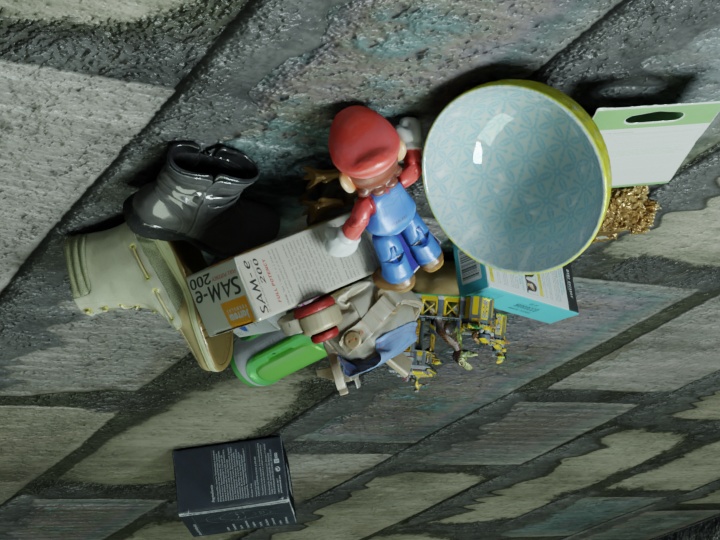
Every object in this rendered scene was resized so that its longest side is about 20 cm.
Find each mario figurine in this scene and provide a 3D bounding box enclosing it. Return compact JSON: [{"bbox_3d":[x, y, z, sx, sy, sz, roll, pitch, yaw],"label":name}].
[{"bbox_3d":[0.016,-0.083,1.561,0.105,0.124,0.201,-3,126,28],"label":"mario figurine"}]

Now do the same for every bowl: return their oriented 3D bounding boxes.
[{"bbox_3d":[0.171,-0.108,1.538,0.199,0.201,0.108,-23,-169,34],"label":"bowl"}]

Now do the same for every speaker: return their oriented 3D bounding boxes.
[{"bbox_3d":[-0.090,0.092,2.037,0.088,0.089,0.199,11,152,-41],"label":"speaker"}]

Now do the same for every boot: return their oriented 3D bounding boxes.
[{"bbox_3d":[-0.142,-0.075,1.616,0.199,0.070,0.131,3,151,-40],"label":"boot"},{"bbox_3d":[-0.240,0.034,1.711,0.154,0.201,0.072,-16,-165,25],"label":"boot"},{"bbox_3d":[0.050,0.003,1.898,0.198,0.067,0.175,0,165,-23],"label":"boot"}]

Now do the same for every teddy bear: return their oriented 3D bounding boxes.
[{"bbox_3d":[0.275,-0.073,1.796,0.199,0.067,0.145,-1,168,-36],"label":"teddy bear"}]

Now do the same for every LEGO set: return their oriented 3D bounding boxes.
[{"bbox_3d":[0.110,0.099,1.886,0.152,0.117,0.200,5,171,6],"label":"LEGO set"}]

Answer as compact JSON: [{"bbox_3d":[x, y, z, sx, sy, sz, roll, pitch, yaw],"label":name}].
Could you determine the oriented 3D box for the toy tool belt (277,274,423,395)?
[{"bbox_3d":[0.002,0.076,1.633,0.124,0.124,0.200,-21,-178,24],"label":"toy tool belt"}]

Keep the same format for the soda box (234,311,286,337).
[{"bbox_3d":[-0.128,0.031,1.784,0.068,0.064,0.200,38,165,-12],"label":"soda box"}]

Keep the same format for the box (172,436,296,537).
[{"bbox_3d":[-0.222,0.388,2.698,0.195,0.125,0.200,-9,160,-2],"label":"box"}]

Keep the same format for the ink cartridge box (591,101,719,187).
[{"bbox_3d":[0.288,-0.147,1.612,0.144,0.048,0.200,-5,157,-10],"label":"ink cartridge box"}]

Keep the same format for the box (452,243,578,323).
[{"bbox_3d":[0.200,0.008,1.933,0.049,0.083,0.199,-22,155,37],"label":"box"}]

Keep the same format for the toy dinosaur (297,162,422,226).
[{"bbox_3d":[-0.011,-0.096,1.641,0.106,0.061,0.199,-18,179,-43],"label":"toy dinosaur"}]

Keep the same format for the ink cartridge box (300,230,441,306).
[{"bbox_3d":[0.000,0.000,1.762,0.200,0.095,0.037,-47,179,36],"label":"ink cartridge box"}]

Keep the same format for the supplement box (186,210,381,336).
[{"bbox_3d":[-0.070,-0.003,1.627,0.199,0.074,0.126,-23,-178,-33],"label":"supplement box"}]
